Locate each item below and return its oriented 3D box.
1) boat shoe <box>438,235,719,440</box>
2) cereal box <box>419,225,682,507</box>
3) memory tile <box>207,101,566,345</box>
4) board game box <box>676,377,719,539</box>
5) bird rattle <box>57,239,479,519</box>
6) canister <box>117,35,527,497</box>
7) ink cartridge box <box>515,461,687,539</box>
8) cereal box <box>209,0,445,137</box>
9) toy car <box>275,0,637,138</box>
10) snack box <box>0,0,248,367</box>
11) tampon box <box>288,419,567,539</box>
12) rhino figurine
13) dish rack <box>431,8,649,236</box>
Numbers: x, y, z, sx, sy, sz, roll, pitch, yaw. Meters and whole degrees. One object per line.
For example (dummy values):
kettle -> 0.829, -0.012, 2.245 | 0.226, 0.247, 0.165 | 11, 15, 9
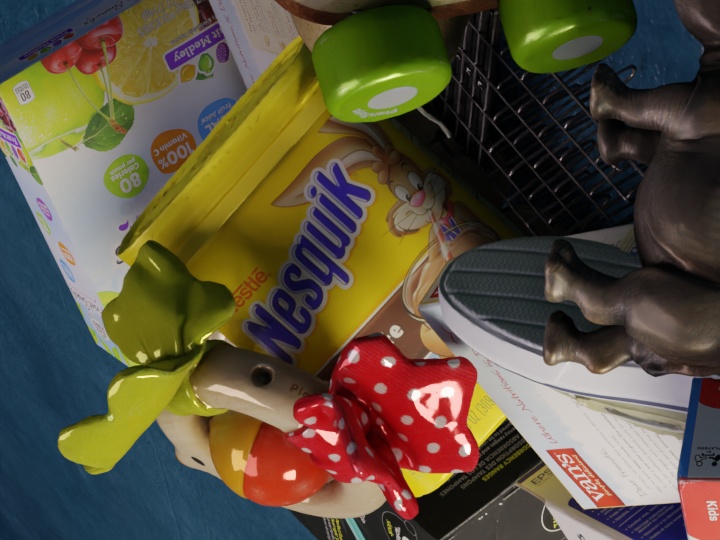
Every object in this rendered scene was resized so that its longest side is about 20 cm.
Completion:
boat shoe -> 0.124, 0.042, 1.131 | 0.199, 0.072, 0.062 | 17, 138, 25
cereal box -> 0.138, 0.043, 1.238 | 0.199, 0.040, 0.144 | -9, 129, 49
memory tile -> -0.001, -0.003, 1.434 | 0.153, 0.200, 0.017 | 48, -163, -10
board game box -> 0.237, 0.131, 1.087 | 0.194, 0.056, 0.201 | -1, 132, 18
bird rattle -> -0.036, 0.068, 1.324 | 0.199, 0.113, 0.163 | 11, 156, 10
canister -> 0.000, 0.000, 1.379 | 0.200, 0.149, 0.087 | 40, -166, -10
ink cartridge box -> 0.171, 0.120, 1.335 | 0.200, 0.099, 0.039 | 27, 146, 56
cereal box -> -0.011, -0.107, 1.508 | 0.200, 0.039, 0.145 | 26, 144, 56
toy car -> 0.028, -0.135, 1.196 | 0.200, 0.157, 0.165 | 89, 166, -73
snack box -> -0.116, -0.071, 1.623 | 0.068, 0.168, 0.201 | 30, 148, 58
tampon box -> 0.038, 0.107, 1.593 | 0.200, 0.126, 0.150 | 42, 157, 34
rhino figurine -> 0.134, -0.052, 1.080 | 0.087, 0.201, 0.060 | 13, 173, 16
dish rack -> 0.101, -0.061, 1.296 | 0.200, 0.054, 0.154 | 50, 158, 24
